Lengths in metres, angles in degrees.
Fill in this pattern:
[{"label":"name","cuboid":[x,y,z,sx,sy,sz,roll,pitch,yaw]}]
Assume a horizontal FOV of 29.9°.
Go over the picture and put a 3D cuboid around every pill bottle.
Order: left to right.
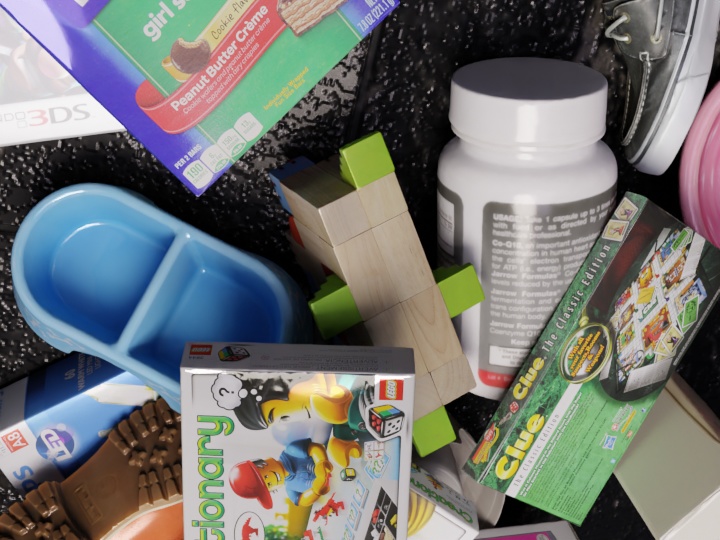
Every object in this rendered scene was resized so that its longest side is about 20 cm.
[{"label":"pill bottle","cuboid":[0.105,-0.027,0.863,0.114,0.114,0.200,-4,115,-8]}]

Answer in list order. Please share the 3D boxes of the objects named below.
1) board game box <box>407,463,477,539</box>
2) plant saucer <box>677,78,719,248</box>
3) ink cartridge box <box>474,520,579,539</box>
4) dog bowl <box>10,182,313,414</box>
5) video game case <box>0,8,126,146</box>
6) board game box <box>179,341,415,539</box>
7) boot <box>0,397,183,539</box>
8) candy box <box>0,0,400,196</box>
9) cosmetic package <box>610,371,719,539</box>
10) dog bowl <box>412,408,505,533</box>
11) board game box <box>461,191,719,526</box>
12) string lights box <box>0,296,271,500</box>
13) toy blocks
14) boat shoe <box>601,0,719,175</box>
[{"label":"board game box","cuboid":[-0.040,0.188,0.833,0.126,0.035,0.200,34,109,-16]},{"label":"plant saucer","cuboid":[0.310,-0.059,0.891,0.200,0.051,0.201,0,95,5]},{"label":"ink cartridge box","cuboid":[0.055,0.226,0.950,0.200,0.037,0.095,-2,134,-29]},{"label":"dog bowl","cuboid":[-0.125,0.016,0.825,0.200,0.050,0.112,27,81,5]},{"label":"video game case","cuboid":[-0.216,-0.170,0.789,0.182,0.023,0.200,-8,115,-7]},{"label":"board game box","cuboid":[-0.036,0.137,0.763,0.126,0.035,0.200,1,114,0]},{"label":"boot","cuboid":[-0.132,0.154,0.870,0.200,0.075,0.107,-33,139,-1]},{"label":"candy box","cuboid":[-0.104,-0.173,0.758,0.169,0.077,0.200,-44,120,1]},{"label":"cosmetic package","cuboid":[0.218,0.131,0.906,0.073,0.200,0.104,-43,115,8]},{"label":"dog bowl","cuboid":[-0.003,0.162,0.926,0.200,0.059,0.200,-14,137,-14]},{"label":"board game box","cuboid":[0.152,0.059,0.845,0.105,0.023,0.200,29,94,-39]},{"label":"string lights box","cuboid":[-0.138,0.092,0.901,0.200,0.059,0.103,-26,119,2]},{"label":"toy blocks","cuboid":[0.000,0.000,0.848,0.100,0.137,0.200,-27,114,-11]},{"label":"boat shoe","cuboid":[0.185,-0.162,0.849,0.071,0.072,0.200,9,102,-5]}]
